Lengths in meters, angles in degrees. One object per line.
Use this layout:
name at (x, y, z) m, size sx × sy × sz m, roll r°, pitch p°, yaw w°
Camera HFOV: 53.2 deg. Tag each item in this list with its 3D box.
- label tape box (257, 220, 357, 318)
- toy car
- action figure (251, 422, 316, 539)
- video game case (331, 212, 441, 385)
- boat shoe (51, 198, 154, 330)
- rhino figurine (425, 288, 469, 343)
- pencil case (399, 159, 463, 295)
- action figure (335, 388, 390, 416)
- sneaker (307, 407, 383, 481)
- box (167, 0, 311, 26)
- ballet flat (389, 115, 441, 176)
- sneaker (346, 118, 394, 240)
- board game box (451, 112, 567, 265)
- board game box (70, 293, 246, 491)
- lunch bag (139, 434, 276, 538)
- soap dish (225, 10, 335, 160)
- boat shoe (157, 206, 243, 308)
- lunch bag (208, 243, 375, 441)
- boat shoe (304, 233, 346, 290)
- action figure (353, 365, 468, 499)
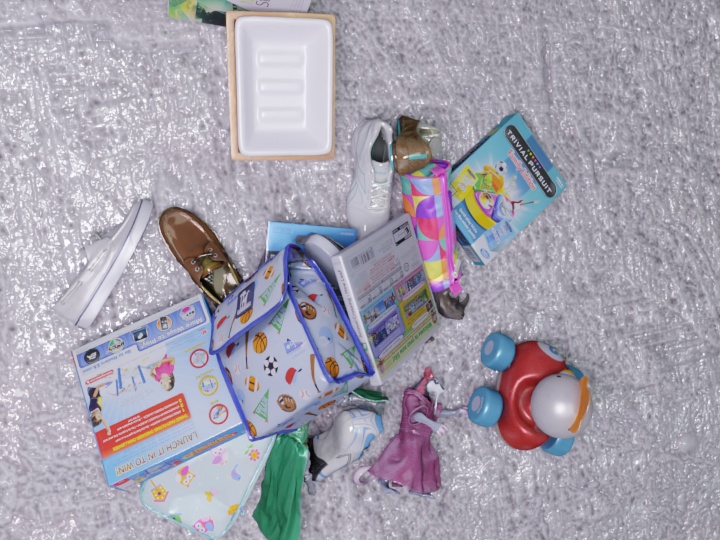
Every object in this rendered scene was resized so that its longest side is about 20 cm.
label tape box at (-0.084, 0.034, 1.088) m, size 0.141 × 0.063 × 0.205 m, roll 4°, pitch 90°, yaw -17°
toy car at (0.302, 0.193, 1.123) m, size 0.181 × 0.199 × 0.180 m, roll 24°, pitch 71°, yaw -18°
action figure at (-0.104, 0.306, 1.048) m, size 0.054 × 0.117 × 0.204 m, roll -6°, pitch 115°, yaw -45°
video game case at (0.043, 0.034, 1.018) m, size 0.199 × 0.022 × 0.186 m, roll -33°, pitch 109°, yaw -53°
boat shoe at (-0.360, -0.019, 1.006) m, size 0.065 × 0.072 × 0.202 m, roll 31°, pitch 92°, yaw -19°
rhino figurine at (0.091, 0.072, 1.142) m, size 0.196 × 0.060 × 0.089 m, roll -21°, pitch 89°, yaw -17°
pencil case at (0.112, -0.066, 1.106) m, size 0.087 × 0.088 × 0.204 m, roll -19°, pitch 115°, yaw -14°
action figure at (-0.060, 0.183, 1.082) m, size 0.196 × 0.118 × 0.056 m, roll 16°, pitch 73°, yaw -6°
sneaker at (-0.030, 0.261, 1.056) m, size 0.071 × 0.200 × 0.073 m, roll 9°, pitch 55°, yaw -24°
box at (-0.168, -0.389, 1.003) m, size 0.195 × 0.144 × 0.037 m, roll 6°, pitch 76°, yaw -15°
ballet flat at (0.084, -0.187, 1.057) m, size 0.070 × 0.201 × 0.069 m, roll -4°, pitch 109°, yaw 8°
sneaker at (0.019, -0.132, 1.103) m, size 0.069 × 0.080 × 0.206 m, roll -2°, pitch 94°, yaw -17°
board game box at (0.222, -0.133, 1.178) m, size 0.199 × 0.047 × 0.152 m, roll -42°, pitch 103°, yaw -10°
board game box at (-0.271, 0.164, 0.987) m, size 0.196 × 0.056 × 0.199 m, roll -23°, pitch 68°, yaw -7°
lunch bag at (-0.219, 0.278, 1.053) m, size 0.159 × 0.077 × 0.203 m, roll 30°, pitch 84°, yaw -16°
soap dish at (-0.115, -0.264, 1.040) m, size 0.154 × 0.081 × 0.205 m, roll -4°, pitch 107°, yaw -15°
boat shoe at (-0.218, -0.011, 1.045) m, size 0.072 × 0.068 × 0.201 m, roll -41°, pitch 102°, yaw -10°
lunch bag at (-0.105, 0.092, 0.945) m, size 0.169 × 0.123 × 0.203 m, roll -36°, pitch 68°, yaw 27°
boat shoe at (0.002, 0.000, 1.043) m, size 0.199 × 0.073 × 0.069 m, roll 41°, pitch 67°, yaw -26°
action figure at (0.087, 0.253, 1.148) m, size 0.146 × 0.134 × 0.205 m, roll 2°, pitch 76°, yaw 26°
